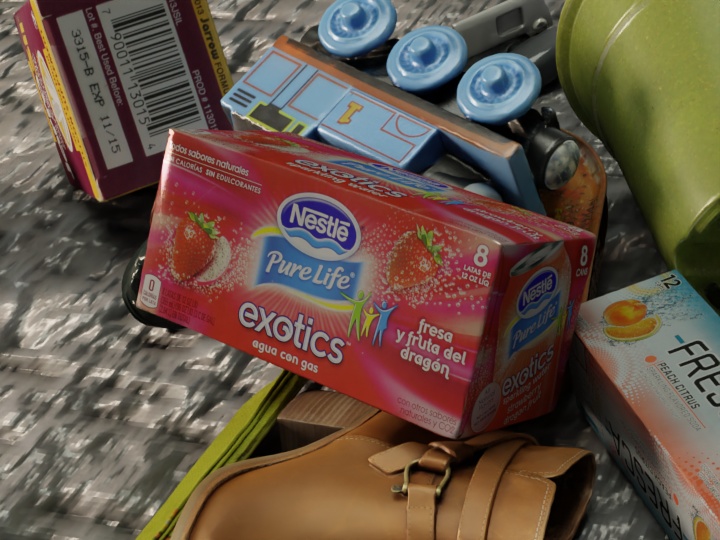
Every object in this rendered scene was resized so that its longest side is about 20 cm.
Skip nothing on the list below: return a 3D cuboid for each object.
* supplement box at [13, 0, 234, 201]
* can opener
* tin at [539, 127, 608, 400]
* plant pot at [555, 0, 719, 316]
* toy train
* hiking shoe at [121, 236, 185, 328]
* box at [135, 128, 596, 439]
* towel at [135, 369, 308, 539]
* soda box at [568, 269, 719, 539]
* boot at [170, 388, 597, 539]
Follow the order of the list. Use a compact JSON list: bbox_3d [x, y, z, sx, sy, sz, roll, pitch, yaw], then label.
[{"bbox_3d":[-0.151,-0.125,1.127,0.102,0.132,0.200,-20,9,-11],"label":"supplement box"},{"bbox_3d":[0.058,-0.131,1.198,0.199,0.054,0.067,-26,33,-20],"label":"can opener"},{"bbox_3d":[0.073,-0.001,0.956,0.111,0.042,0.201,5,49,14],"label":"tin"},{"bbox_3d":[0.213,-0.069,0.941,0.198,0.201,0.191,-8,44,6],"label":"plant pot"},{"bbox_3d":[0.023,-0.073,0.960,0.199,0.087,0.114,30,71,36],"label":"toy train"},{"bbox_3d":[-0.073,-0.027,1.079,0.200,0.075,0.086,-40,13,-31],"label":"hiking shoe"},{"bbox_3d":[0.000,0.000,0.857,0.199,0.096,0.099,20,14,31],"label":"box"},{"bbox_3d":[-0.090,0.114,0.842,0.086,0.018,0.200,-40,7,43],"label":"towel"},{"bbox_3d":[0.160,0.080,0.807,0.068,0.064,0.200,-19,32,-7],"label":"soda box"},{"bbox_3d":[0.009,0.123,0.787,0.154,0.074,0.200,9,40,25],"label":"boot"}]
